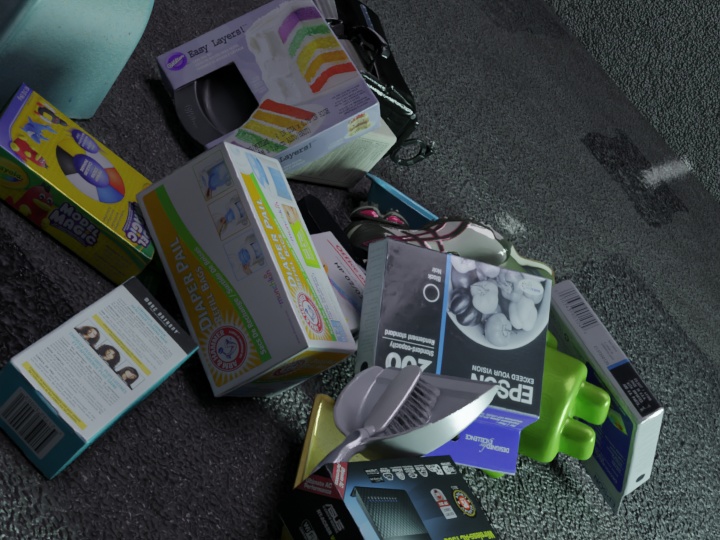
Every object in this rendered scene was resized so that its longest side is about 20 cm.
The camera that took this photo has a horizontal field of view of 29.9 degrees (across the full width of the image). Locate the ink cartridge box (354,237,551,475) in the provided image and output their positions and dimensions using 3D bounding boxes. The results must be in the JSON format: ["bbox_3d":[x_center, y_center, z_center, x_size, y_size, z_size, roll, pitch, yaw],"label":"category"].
[{"bbox_3d":[0.091,0.086,1.329,0.196,0.043,0.202,13,76,-24],"label":"ink cartridge box"}]

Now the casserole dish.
[{"bbox_3d":[0.081,-0.051,1.668,0.199,0.039,0.121,33,8,-4],"label":"casserole dish"}]

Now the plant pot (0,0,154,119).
[{"bbox_3d":[-0.302,-0.284,1.249,0.196,0.200,0.196,53,24,16],"label":"plant pot"}]

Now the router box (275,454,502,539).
[{"bbox_3d":[0.041,0.229,1.081,0.199,0.062,0.151,7,47,-55],"label":"router box"}]

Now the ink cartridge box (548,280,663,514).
[{"bbox_3d":[0.267,0.147,1.544,0.201,0.043,0.199,88,-25,-51],"label":"ink cartridge box"}]

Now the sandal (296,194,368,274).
[{"bbox_3d":[0.000,0.000,1.475,0.201,0.043,0.076,53,19,-10],"label":"sandal"}]

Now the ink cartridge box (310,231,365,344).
[{"bbox_3d":[-0.044,0.028,1.359,0.115,0.068,0.200,52,24,11],"label":"ink cartridge box"}]

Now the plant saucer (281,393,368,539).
[{"bbox_3d":[0.010,0.229,1.165,0.200,0.048,0.200,41,24,-14],"label":"plant saucer"}]

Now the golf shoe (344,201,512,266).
[{"bbox_3d":[0.076,-0.016,1.561,0.197,0.078,0.089,7,52,-3],"label":"golf shoe"}]

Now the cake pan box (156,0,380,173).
[{"bbox_3d":[-0.105,-0.194,1.476,0.185,0.198,0.052,59,-10,26],"label":"cake pan box"}]

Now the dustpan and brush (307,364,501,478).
[{"bbox_3d":[0.016,0.136,1.159,0.200,0.138,0.058,-50,131,-36],"label":"dustpan and brush"}]

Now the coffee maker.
[{"bbox_3d":[-0.010,-0.252,1.803,0.193,0.134,0.201,56,12,-48],"label":"coffee maker"}]

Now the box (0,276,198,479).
[{"bbox_3d":[-0.205,0.077,1.041,0.082,0.049,0.200,47,24,0],"label":"box"}]

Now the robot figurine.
[{"bbox_3d":[0.164,0.130,1.440,0.198,0.177,0.116,21,-17,15],"label":"robot figurine"}]

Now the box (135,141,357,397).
[{"bbox_3d":[-0.100,0.003,1.201,0.202,0.101,0.112,66,19,13],"label":"box"}]

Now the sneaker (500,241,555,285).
[{"bbox_3d":[0.207,0.028,1.792,0.200,0.067,0.091,29,50,-56],"label":"sneaker"}]

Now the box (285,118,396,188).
[{"bbox_3d":[-0.055,-0.163,1.602,0.078,0.095,0.199,54,23,22],"label":"box"}]

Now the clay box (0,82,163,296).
[{"bbox_3d":[-0.244,-0.068,1.200,0.199,0.048,0.115,37,26,-19],"label":"clay box"}]
